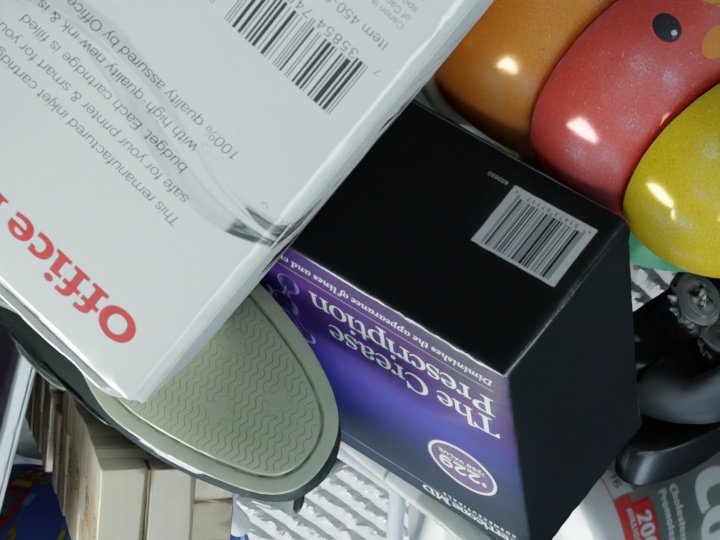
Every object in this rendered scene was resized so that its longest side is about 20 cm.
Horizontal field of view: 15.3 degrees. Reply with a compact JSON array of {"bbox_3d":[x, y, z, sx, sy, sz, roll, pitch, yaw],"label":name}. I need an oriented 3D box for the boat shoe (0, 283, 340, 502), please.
[{"bbox_3d":[-0.080,0.020,0.965,0.072,0.199,0.068,-52,152,-11],"label":"boat shoe"}]

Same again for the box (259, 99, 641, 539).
[{"bbox_3d":[0.000,0.000,0.978,0.079,0.199,0.141,-50,154,-19],"label":"box"}]

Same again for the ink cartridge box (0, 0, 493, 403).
[{"bbox_3d":[-0.056,-0.082,0.846,0.147,0.083,0.200,42,118,1],"label":"ink cartridge box"}]

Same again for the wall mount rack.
[{"bbox_3d":[0.031,0.131,1.064,0.075,0.200,0.174,-53,144,-2],"label":"wall mount rack"}]

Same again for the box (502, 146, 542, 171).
[{"bbox_3d":[0.157,-0.051,1.076,0.198,0.050,0.075,-9,146,-4],"label":"box"}]

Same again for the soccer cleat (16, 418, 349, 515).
[{"bbox_3d":[-0.058,0.068,1.162,0.198,0.086,0.069,-6,147,-7],"label":"soccer cleat"}]

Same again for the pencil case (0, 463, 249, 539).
[{"bbox_3d":[-0.128,0.129,1.167,0.199,0.078,0.087,0,131,52],"label":"pencil case"}]

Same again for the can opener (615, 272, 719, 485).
[{"bbox_3d":[0.169,0.012,1.107,0.200,0.063,0.079,-34,161,-34],"label":"can opener"}]

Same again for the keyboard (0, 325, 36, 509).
[{"bbox_3d":[-0.150,0.063,1.096,0.011,0.056,0.201,6,123,-19],"label":"keyboard"}]

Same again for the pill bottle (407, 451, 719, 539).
[{"bbox_3d":[0.124,0.095,1.171,0.199,0.114,0.114,-18,159,-45],"label":"pill bottle"}]

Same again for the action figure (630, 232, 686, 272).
[{"bbox_3d":[0.209,-0.022,1.045,0.199,0.055,0.118,8,139,-33],"label":"action figure"}]

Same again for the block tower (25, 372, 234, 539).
[{"bbox_3d":[-0.094,0.060,1.040,0.054,0.200,0.058,1,112,-16],"label":"block tower"}]

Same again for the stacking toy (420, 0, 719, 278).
[{"bbox_3d":[0.124,-0.049,0.913,0.146,0.200,0.147,-28,151,-17],"label":"stacking toy"}]
